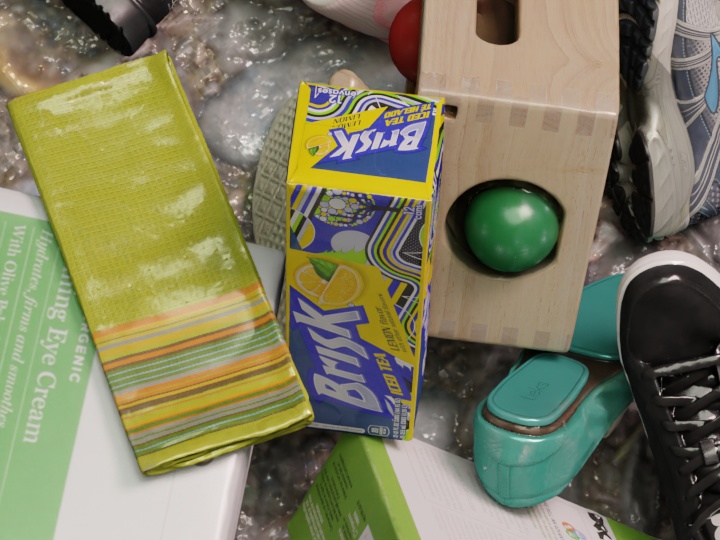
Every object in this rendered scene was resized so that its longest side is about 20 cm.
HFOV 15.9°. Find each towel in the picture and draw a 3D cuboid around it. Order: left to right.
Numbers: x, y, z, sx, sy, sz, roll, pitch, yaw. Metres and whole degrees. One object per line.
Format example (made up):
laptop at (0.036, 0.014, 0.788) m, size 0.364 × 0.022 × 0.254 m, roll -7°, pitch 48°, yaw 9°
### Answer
towel at (-0.095, -0.006, 1.204) m, size 0.086 × 0.018 × 0.201 m, roll -17°, pitch 71°, yaw -15°

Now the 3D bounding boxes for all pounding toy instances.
pounding toy at (0.052, -0.070, 1.316) m, size 0.141 × 0.185 × 0.200 m, roll 7°, pitch 39°, yaw -1°

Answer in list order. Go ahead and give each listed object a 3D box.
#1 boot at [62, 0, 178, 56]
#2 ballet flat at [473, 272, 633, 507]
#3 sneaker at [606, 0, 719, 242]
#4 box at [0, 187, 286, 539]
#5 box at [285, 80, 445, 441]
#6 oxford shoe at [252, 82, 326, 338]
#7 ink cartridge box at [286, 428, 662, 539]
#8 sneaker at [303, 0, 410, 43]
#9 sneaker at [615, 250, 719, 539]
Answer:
boot at (-0.135, -0.235, 1.453) m, size 0.198 × 0.073 × 0.163 m, roll 43°, pitch 75°, yaw 1°
ballet flat at (0.110, 0.067, 1.366) m, size 0.067 × 0.071 × 0.200 m, roll 19°, pitch 30°, yaw 21°
sneaker at (0.177, -0.119, 1.411) m, size 0.086 × 0.078 × 0.201 m, roll -14°, pitch 118°, yaw -21°
box at (-0.142, 0.094, 1.277) m, size 0.171 × 0.200 × 0.200 m, roll 12°, pitch 69°, yaw -3°
box at (0.000, 0.000, 1.236) m, size 0.070 × 0.200 × 0.065 m, roll 7°, pitch 54°, yaw 3°
oxford shoe at (-0.014, -0.007, 1.401) m, size 0.058 × 0.075 × 0.201 m, roll 18°, pitch 54°, yaw -43°
ink cartridge box at (0.077, 0.171, 1.303) m, size 0.199 × 0.148 × 0.076 m, roll 24°, pitch 110°, yaw -22°
sneaker at (0.005, -0.230, 1.420) m, size 0.075 × 0.104 × 0.201 m, roll 4°, pitch 90°, yaw 39°
sneaker at (0.184, 0.095, 1.303) m, size 0.073 × 0.112 × 0.201 m, roll -17°, pitch 115°, yaw 7°
